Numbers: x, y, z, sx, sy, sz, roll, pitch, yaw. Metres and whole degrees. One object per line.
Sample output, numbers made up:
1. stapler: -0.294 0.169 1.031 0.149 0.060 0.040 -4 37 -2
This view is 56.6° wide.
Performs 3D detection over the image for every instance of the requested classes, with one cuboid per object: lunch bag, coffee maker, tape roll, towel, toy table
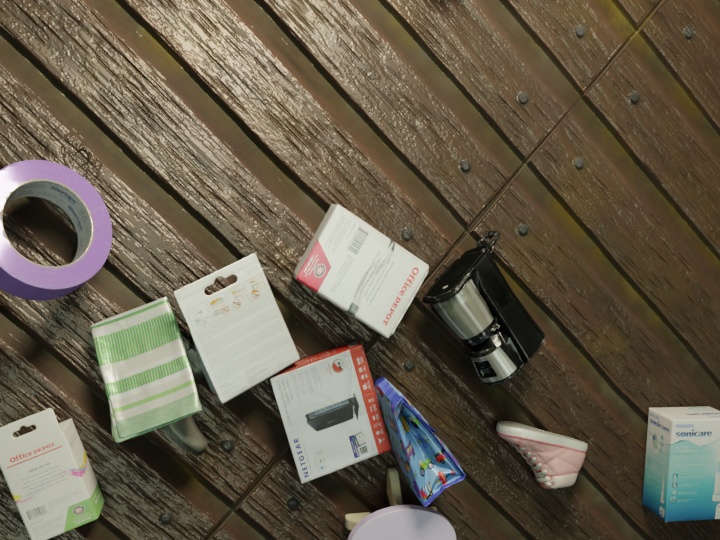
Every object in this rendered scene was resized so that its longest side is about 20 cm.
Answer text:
1. lunch bag: 0.082 0.282 1.184 0.093 0.150 0.203 -31 101 -6
2. coffee maker: 0.239 0.069 1.201 0.191 0.135 0.202 -39 102 -5
3. tape roll: -0.488 -0.062 1.026 0.197 0.065 0.207 20 61 -40
4. towel: -0.359 0.161 1.106 0.148 0.023 0.205 -20 73 -3
5. toy table: 0.065 0.471 1.217 0.194 0.117 0.190 11 93 -12

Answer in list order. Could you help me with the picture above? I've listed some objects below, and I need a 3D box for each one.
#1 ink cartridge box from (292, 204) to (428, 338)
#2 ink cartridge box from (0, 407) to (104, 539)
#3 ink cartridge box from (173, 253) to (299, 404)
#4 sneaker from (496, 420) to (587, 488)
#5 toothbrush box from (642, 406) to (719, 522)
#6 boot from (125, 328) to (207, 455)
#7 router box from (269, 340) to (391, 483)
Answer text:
1. ink cartridge box: 0.000 0.000 1.173 0.197 0.084 0.147 32 89 -11
2. ink cartridge box: -0.521 0.331 1.116 0.114 0.067 0.206 -19 100 -8
3. ink cartridge box: -0.213 0.098 1.144 0.159 0.050 0.205 -26 96 -24
4. sneaker: 0.340 0.358 1.279 0.195 0.075 0.108 18 87 -16
5. toothbrush box: 0.655 0.384 1.337 0.141 0.085 0.207 0 96 -10
6. boot: -0.297 0.205 1.145 0.130 0.068 0.202 -39 97 -6
7. router box: -0.054 0.254 1.206 0.174 0.049 0.206 -18 99 -9
